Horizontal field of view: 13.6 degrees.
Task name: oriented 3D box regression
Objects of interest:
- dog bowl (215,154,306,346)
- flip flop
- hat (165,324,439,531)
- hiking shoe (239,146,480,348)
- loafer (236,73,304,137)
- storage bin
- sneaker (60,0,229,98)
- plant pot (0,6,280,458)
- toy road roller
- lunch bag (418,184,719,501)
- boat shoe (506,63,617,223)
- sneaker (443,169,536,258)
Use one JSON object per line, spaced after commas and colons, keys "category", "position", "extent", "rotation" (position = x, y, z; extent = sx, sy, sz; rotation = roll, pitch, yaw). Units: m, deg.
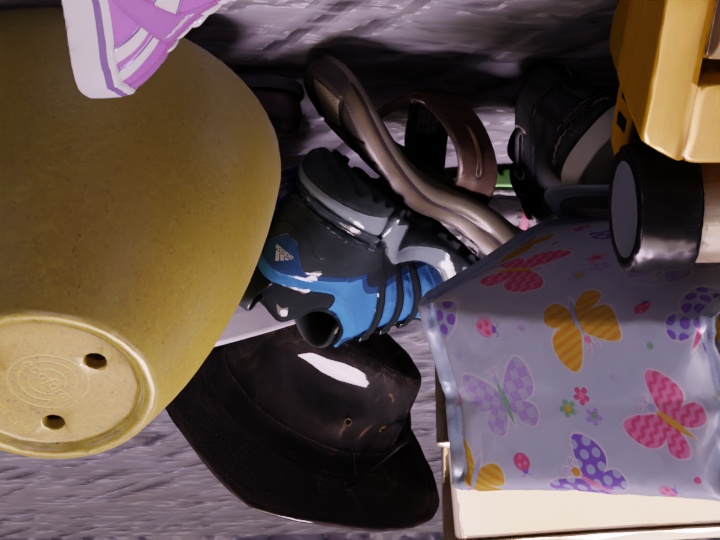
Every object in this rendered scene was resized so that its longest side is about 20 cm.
{"category": "dog bowl", "position": [-0.107, -0.003, 1.599], "extent": [0.199, 0.079, 0.200], "rotation": [-13, -175, 1]}
{"category": "flip flop", "position": [0.045, -0.056, 1.507], "extent": [0.200, 0.058, 0.081], "rotation": [36, -174, -37]}
{"category": "hat", "position": [-0.022, 0.061, 1.681], "extent": [0.200, 0.201, 0.081], "rotation": [8, 126, -45]}
{"category": "hiking shoe", "position": [0.000, 0.000, 1.530], "extent": [0.087, 0.074, 0.200], "rotation": [-51, 150, 5]}
{"category": "loafer", "position": [-0.121, -0.056, 1.514], "extent": [0.199, 0.063, 0.072], "rotation": [-7, 167, 17]}
{"category": "storage bin", "position": [0.143, 0.058, 1.796], "extent": [0.199, 0.199, 0.094], "rotation": [-4, 134, 4]}
{"category": "sneaker", "position": [-0.064, -0.119, 1.201], "extent": [0.114, 0.073, 0.201], "rotation": [-6, 169, -4]}
{"category": "plant pot", "position": [-0.138, 0.001, 1.382], "extent": [0.199, 0.143, 0.201], "rotation": [1, 139, 1]}
{"category": "toy road roller", "position": [0.167, -0.100, 1.315], "extent": [0.122, 0.146, 0.201], "rotation": [-2, 132, -10]}
{"category": "lunch bag", "position": [0.150, 0.023, 1.448], "extent": [0.169, 0.128, 0.200], "rotation": [1, -160, 37]}
{"category": "boat shoe", "position": [0.107, -0.060, 1.572], "extent": [0.075, 0.066, 0.199], "rotation": [-49, 168, -2]}
{"category": "sneaker", "position": [0.098, -0.013, 1.739], "extent": [0.199, 0.084, 0.077], "rotation": [-5, 168, 8]}
